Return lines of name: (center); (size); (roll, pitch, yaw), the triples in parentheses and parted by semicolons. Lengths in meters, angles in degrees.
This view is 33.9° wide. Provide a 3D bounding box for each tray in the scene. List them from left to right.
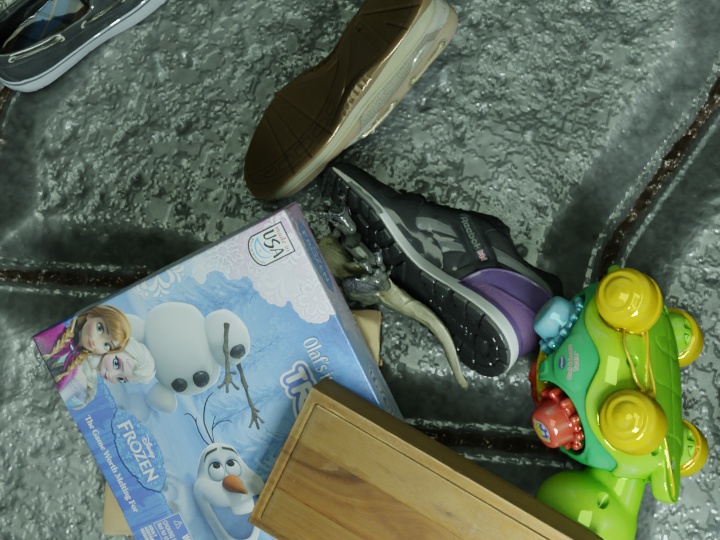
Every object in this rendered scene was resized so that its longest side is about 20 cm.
tray: (0.038, 0.160, 0.728); (0.199, 0.037, 0.099); (29, 102, 12)

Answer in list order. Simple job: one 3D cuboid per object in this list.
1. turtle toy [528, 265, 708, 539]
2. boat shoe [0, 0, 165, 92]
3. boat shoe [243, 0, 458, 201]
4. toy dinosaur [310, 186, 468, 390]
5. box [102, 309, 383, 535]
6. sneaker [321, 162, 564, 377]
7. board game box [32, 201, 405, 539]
turtle toy: (0.161, 0.094, 0.768); (0.100, 0.145, 0.202); (-6, 71, 29)
boat shoe: (-0.211, -0.218, 0.924); (0.200, 0.057, 0.069); (-42, 75, -3)
boat shoe: (-0.006, -0.124, 0.867); (0.200, 0.065, 0.072); (-49, 53, 15)
toy dinosaur: (0.000, 0.000, 0.814); (0.199, 0.088, 0.047); (36, 69, 29)
box: (-0.084, 0.110, 0.852); (0.198, 0.021, 0.165); (0, 78, 7)
sneaker: (0.059, -0.014, 0.847); (0.087, 0.076, 0.200); (-34, 66, -30)
board game box: (-0.087, 0.088, 0.788); (0.198, 0.043, 0.201); (-26, 96, 12)
